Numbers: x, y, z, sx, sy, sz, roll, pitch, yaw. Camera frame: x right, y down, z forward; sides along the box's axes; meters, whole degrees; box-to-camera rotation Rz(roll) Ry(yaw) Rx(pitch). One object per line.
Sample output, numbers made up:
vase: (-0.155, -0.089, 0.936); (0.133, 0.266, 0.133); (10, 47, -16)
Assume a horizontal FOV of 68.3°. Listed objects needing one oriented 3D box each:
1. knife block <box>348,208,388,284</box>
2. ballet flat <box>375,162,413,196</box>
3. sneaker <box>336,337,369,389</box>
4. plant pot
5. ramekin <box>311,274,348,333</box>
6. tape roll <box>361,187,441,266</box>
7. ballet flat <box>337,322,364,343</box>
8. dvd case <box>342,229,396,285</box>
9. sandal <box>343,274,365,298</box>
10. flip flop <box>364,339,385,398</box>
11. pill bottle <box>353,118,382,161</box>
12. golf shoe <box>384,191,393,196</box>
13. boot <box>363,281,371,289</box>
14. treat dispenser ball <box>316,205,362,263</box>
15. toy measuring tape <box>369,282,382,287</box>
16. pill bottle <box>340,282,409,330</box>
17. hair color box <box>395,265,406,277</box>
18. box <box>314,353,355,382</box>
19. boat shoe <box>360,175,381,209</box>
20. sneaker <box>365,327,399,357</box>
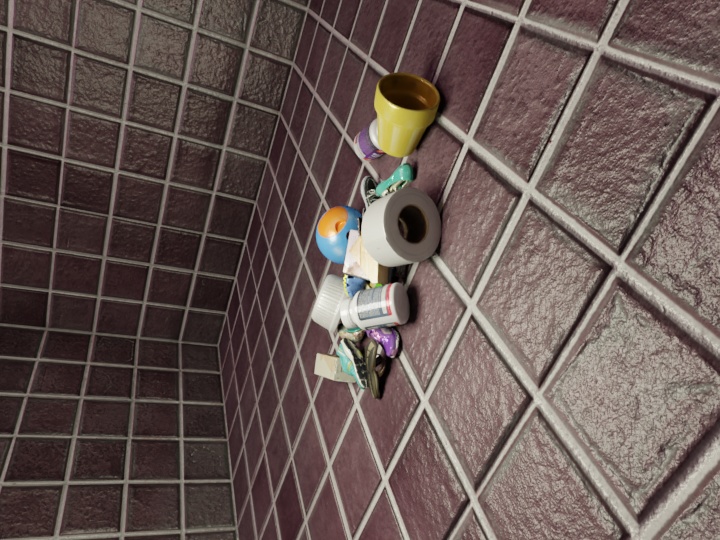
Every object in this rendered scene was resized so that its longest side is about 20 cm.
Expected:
knife block: (0.053, -0.087, 1.599); (0.177, 0.063, 0.202); (-50, 60, 23)
ballet flat: (0.109, -0.273, 1.738); (0.199, 0.065, 0.073); (-36, 60, 55)
sneaker: (-0.021, 0.322, 1.785); (0.081, 0.076, 0.202); (-56, 44, 24)
plant pot: (0.130, -0.467, 1.635); (0.193, 0.192, 0.206); (103, 160, -47)
ramekin: (-0.105, 0.113, 1.940); (0.200, 0.102, 0.207); (-157, 89, -89)
tape roll: (0.116, -0.120, 1.519); (0.138, 0.196, 0.212); (-11, 72, 62)
ballet flat: (-0.025, 0.223, 1.886); (0.199, 0.074, 0.066); (4, 116, 69)
dvd case: (0.032, -0.042, 1.661); (0.195, 0.017, 0.149); (13, 93, 35)
sandal: (0.000, 0.000, 1.732); (0.085, 0.078, 0.209); (18, 104, 39)
flip flop: (0.052, 0.308, 1.666); (0.081, 0.055, 0.208); (-127, 29, -66)
pill bottle: (0.063, -0.463, 1.851); (0.198, 0.108, 0.116); (-15, 68, 63)
golf shoe: (0.078, -0.164, 1.718); (0.200, 0.086, 0.079); (-46, 47, 38)
boot: (0.002, 0.080, 1.850); (0.159, 0.070, 0.202); (-68, 30, 26)
treat dispenser ball: (-0.064, -0.129, 1.911); (0.200, 0.194, 0.209); (-33, 53, 57)
toy measuring tape: (0.067, 0.042, 1.729); (0.200, 0.071, 0.076); (-130, 54, -64)
pill bottle: (0.041, 0.114, 1.603); (0.194, 0.119, 0.125); (-13, 67, 28)
hair color box: (0.083, -0.052, 1.727); (0.198, 0.062, 0.116); (17, 97, 64)
box: (-0.091, 0.354, 1.938); (0.198, 0.092, 0.081); (-6, 75, 63)
boat shoe: (0.047, -0.246, 1.854); (0.068, 0.071, 0.207); (-38, 49, 56)
sneaker: (0.058, 0.194, 1.672); (0.082, 0.086, 0.202); (-65, 30, 27)
